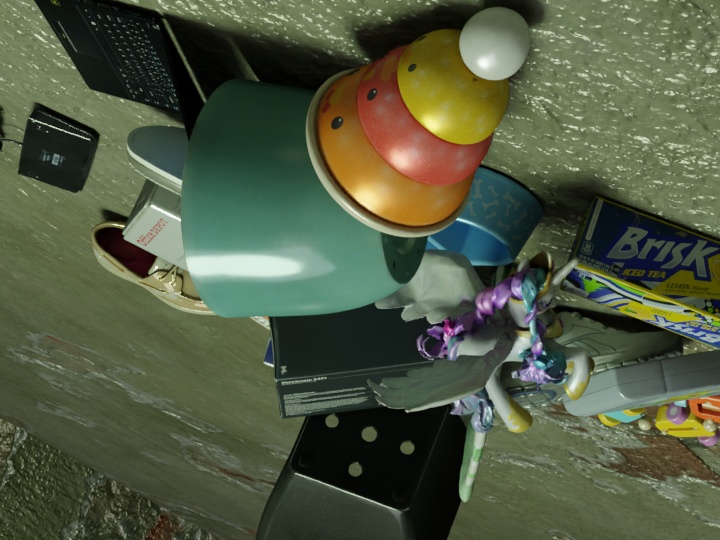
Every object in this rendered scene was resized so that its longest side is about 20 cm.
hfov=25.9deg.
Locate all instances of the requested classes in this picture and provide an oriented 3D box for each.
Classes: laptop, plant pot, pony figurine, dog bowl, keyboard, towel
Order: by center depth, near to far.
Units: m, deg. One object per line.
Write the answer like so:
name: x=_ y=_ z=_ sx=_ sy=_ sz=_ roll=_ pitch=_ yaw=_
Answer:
plant pot: x=-0.033 y=-0.055 z=1.301 sx=0.159 sy=0.203 sz=0.201 roll=5 pitch=157 yaw=21
pony figurine: x=0.107 y=0.061 z=1.343 sx=0.191 sy=0.168 sz=0.201 roll=-14 pitch=142 yaw=9
laptop: x=-0.196 y=-0.141 z=1.371 sx=0.198 sy=0.104 sz=0.178 roll=16 pitch=160 yaw=15
dog bowl: x=0.072 y=-0.047 z=1.418 sx=0.199 sy=0.050 sz=0.111 roll=1 pitch=152 yaw=46
towel: x=0.123 y=0.112 z=1.559 sx=0.023 sy=0.154 sz=0.201 roll=10 pitch=140 yaw=2
plant pot: x=0.009 y=0.212 z=1.670 sx=0.197 sy=0.201 sz=0.178 roll=19 pitch=149 yaw=10
keyboard: x=-0.351 y=-0.136 z=1.695 sx=0.126 sy=0.021 sz=0.200 roll=19 pitch=161 yaw=-11

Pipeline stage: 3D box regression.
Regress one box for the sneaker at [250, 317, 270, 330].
sneaker: x=-0.042 y=0.054 z=1.749 sx=0.199 sy=0.078 sz=0.073 roll=28 pitch=-154 yaw=10

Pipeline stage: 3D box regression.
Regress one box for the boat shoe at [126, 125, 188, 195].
boat shoe: x=-0.132 y=-0.079 z=1.492 sx=0.200 sy=0.073 sz=0.061 roll=19 pitch=137 yaw=-10

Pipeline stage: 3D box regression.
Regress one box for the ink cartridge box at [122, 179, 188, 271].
ink cartridge box: x=-0.131 y=-0.042 z=1.603 sx=0.198 sy=0.088 sz=0.145 roll=25 pitch=161 yaw=-13

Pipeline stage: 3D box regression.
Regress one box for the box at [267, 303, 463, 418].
box: x=0.012 y=0.082 z=1.550 sx=0.197 sy=0.080 sz=0.141 roll=-7 pitch=162 yaw=-3

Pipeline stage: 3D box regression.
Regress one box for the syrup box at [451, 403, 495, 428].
syrup box: x=0.068 y=0.085 z=1.696 sx=0.199 sy=0.079 sz=0.081 roll=34 pitch=118 yaw=-29

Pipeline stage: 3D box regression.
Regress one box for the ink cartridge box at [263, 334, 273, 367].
ink cartridge box: x=-0.001 y=0.118 z=1.858 sx=0.198 sy=0.041 sz=0.200 roll=18 pitch=-175 yaw=10

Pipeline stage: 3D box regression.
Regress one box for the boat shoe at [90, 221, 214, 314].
boat shoe: x=-0.231 y=-0.004 z=1.839 sx=0.198 sy=0.074 sz=0.069 roll=19 pitch=167 yaw=11

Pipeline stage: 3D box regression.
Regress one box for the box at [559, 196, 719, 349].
box: x=0.274 y=0.011 z=1.320 sx=0.198 sy=0.071 sz=0.064 roll=21 pitch=159 yaw=3

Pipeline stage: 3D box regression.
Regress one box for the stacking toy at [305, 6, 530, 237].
stacking toy: x=0.061 y=-0.130 z=1.141 sx=0.145 sy=0.147 sz=0.200 roll=27 pitch=142 yaw=-16

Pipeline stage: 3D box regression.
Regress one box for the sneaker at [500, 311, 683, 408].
sneaker: x=0.224 y=0.078 z=1.563 sx=0.198 sy=0.088 sz=0.074 roll=-10 pitch=153 yaw=24

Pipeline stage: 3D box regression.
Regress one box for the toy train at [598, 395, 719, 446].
toy train: x=0.311 y=0.125 z=1.630 sx=0.198 sy=0.056 sz=0.150 roll=8 pitch=156 yaw=28

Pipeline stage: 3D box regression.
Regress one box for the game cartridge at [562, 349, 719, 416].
game cartridge: x=0.301 y=0.099 z=1.439 sx=0.198 sy=0.041 sz=0.133 roll=-7 pitch=166 yaw=-19
